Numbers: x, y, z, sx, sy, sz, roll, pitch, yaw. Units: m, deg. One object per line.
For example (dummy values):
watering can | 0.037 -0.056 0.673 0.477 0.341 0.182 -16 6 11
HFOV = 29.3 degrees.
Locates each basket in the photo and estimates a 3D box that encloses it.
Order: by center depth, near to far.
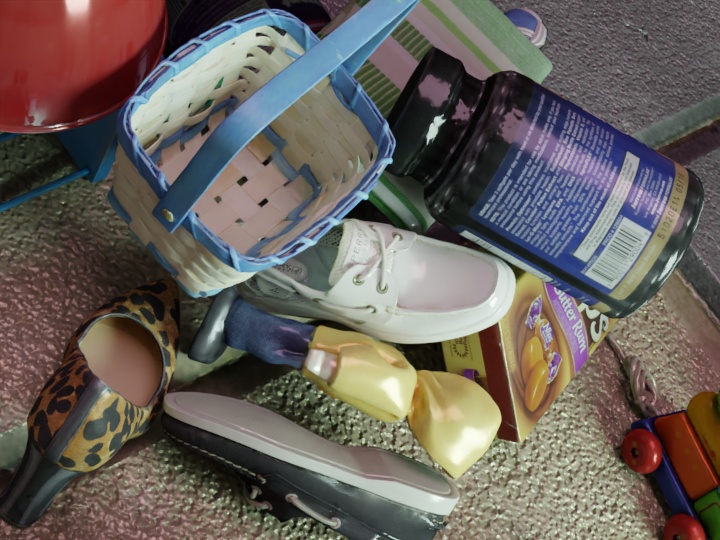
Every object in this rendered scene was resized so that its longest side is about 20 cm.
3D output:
basket | -0.058 -0.080 0.807 0.139 0.200 0.176 50 51 -4

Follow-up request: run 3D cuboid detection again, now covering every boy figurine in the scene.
boy figurine | -0.008 0.070 0.895 0.200 0.124 0.065 25 85 0

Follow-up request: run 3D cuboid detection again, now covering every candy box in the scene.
candy box | 0.133 0.019 1.011 0.200 0.056 0.117 -44 131 -43

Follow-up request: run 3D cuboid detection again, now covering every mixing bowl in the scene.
mixing bowl | -0.193 -0.191 0.784 0.200 0.108 0.201 12 57 -19

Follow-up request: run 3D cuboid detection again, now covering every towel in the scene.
towel | 0.038 -0.134 0.975 0.153 0.023 0.200 42 57 -10

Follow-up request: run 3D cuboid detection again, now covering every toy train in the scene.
toy train | 0.255 0.108 1.023 0.085 0.116 0.200 -7 63 -35

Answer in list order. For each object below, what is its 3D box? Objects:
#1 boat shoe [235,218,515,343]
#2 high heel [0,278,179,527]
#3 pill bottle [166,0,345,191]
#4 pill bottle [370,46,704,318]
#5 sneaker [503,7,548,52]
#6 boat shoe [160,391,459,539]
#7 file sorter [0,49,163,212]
boat shoe | 0.000 0.000 0.907 0.200 0.069 0.071 4 63 17
high heel | -0.134 0.049 0.808 0.071 0.143 0.200 34 48 -6
pill bottle | -0.067 -0.152 1.012 0.111 0.111 0.200 -18 70 -39
pill bottle | 0.112 -0.060 0.903 0.200 0.112 0.112 29 48 -7
sneaker | 0.079 -0.156 1.059 0.077 0.076 0.200 44 48 -4
boat shoe | -0.037 0.131 0.867 0.200 0.060 0.074 21 11 -19
file sorter | -0.248 -0.154 0.886 0.123 0.139 0.200 -28 76 -38
